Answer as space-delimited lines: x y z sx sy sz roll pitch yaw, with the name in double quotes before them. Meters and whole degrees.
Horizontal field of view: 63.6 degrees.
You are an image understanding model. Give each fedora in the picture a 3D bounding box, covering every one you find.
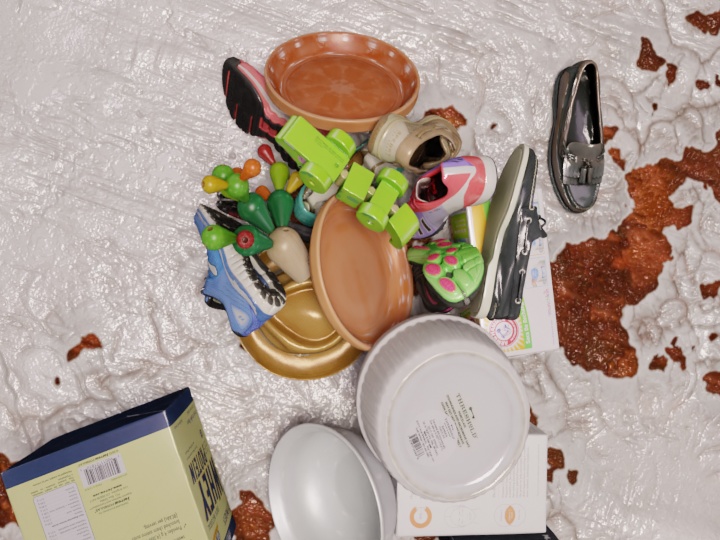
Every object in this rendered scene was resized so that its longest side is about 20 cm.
"fedora" -0.073 0.054 0.754 0.194 0.082 0.207 0 90 -5

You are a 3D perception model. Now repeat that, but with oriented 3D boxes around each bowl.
"bowl" -0.023 0.287 0.739 0.197 0.089 0.208 4 96 40

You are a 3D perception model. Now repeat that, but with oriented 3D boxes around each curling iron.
"curling iron" -0.102 -0.060 0.763 0.196 0.050 0.026 23 70 0

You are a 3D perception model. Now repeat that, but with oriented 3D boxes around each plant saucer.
"plant saucer" -0.023 -0.236 0.731 0.194 0.033 0.204 3 49 -3
"plant saucer" 0.000 0.000 0.730 0.037 0.198 0.206 -12 93 35

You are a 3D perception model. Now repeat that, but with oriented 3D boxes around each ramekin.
"ramekin" 0.095 0.157 0.654 0.194 0.105 0.207 -1 96 -7

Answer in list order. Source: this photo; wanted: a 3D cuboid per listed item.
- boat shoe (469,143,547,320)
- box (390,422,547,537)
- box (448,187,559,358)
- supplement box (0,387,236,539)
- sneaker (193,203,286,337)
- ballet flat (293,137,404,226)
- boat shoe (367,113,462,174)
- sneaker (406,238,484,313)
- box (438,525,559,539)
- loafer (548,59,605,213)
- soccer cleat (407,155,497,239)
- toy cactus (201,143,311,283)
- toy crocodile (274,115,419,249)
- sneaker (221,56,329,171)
"boat shoe" 0.181 -0.038 0.669 0.064 0.074 0.205 13 90 -5
"box" 0.136 0.267 0.768 0.194 0.097 0.128 1 91 -6
"box" 0.183 0.004 0.763 0.098 0.112 0.206 -7 92 -4
"supplement box" -0.282 0.286 0.713 0.195 0.134 0.205 -19 92 -4
"sneaker" -0.170 -0.002 0.716 0.089 0.078 0.201 -46 53 15
"ballet flat" -0.003 -0.125 0.765 0.198 0.070 0.068 -36 93 -4
"boat shoe" 0.084 -0.147 0.720 0.064 0.198 0.073 35 118 23
"sneaker" 0.109 0.013 0.713 0.075 0.200 0.086 -17 101 0
"box" 0.181 0.441 0.770 0.143 0.104 0.207 2 90 -5
"loafer" 0.300 -0.183 0.795 0.070 0.063 0.206 -3 91 -5
"soccer cleat" 0.085 -0.088 0.710 0.071 0.199 0.070 0 78 -23
"toy cactus" -0.106 -0.063 0.681 0.101 0.201 0.166 -32 108 21
"toy crocodile" -0.011 -0.101 0.670 0.198 0.062 0.068 35 70 -11
"sneaker" -0.101 -0.207 0.767 0.200 0.074 0.087 44 49 7
